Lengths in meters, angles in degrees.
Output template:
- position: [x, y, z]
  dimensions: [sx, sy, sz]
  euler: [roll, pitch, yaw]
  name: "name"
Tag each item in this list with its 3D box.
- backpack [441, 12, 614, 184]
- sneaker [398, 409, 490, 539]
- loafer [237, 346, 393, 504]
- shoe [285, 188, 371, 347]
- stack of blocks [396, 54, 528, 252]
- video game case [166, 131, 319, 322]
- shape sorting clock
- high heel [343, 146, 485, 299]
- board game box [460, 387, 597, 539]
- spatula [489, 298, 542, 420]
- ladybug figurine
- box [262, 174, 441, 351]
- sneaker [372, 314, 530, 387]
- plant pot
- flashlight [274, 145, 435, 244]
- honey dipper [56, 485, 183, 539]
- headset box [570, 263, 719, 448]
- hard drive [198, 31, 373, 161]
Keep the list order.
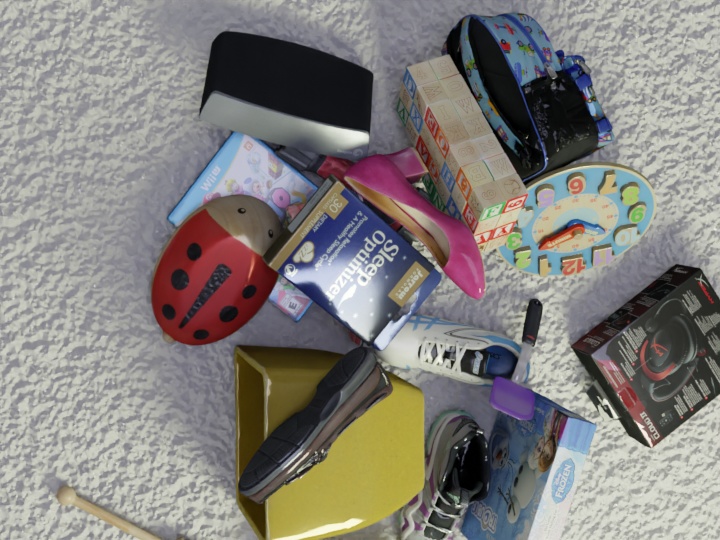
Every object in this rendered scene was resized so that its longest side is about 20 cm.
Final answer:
- position: [0.183, -0.207, 1.397]
  dimensions: [0.133, 0.183, 0.202]
  euler: [-23, 87, -17]
  name: "backpack"
- position: [0.105, 0.274, 1.435]
  dimensions: [0.077, 0.140, 0.203]
  euler: [12, 92, -12]
  name: "sneaker"
- position: [-0.041, 0.171, 1.247]
  dimensions: [0.200, 0.072, 0.063]
  euler: [-48, 113, -15]
  name: "loafer"
- position: [-0.034, 0.006, 1.402]
  dimensions: [0.090, 0.072, 0.203]
  euler: [-13, 118, -11]
  name: "shoe"
- position: [0.110, -0.131, 1.383]
  dimensions: [0.058, 0.116, 0.202]
  euler: [-19, 67, -17]
  name: "stack of blocks"
- position: [-0.109, -0.055, 1.427]
  dimensions: [0.199, 0.018, 0.144]
  euler: [39, 88, -12]
  name: "video game case"
- position: [0.256, -0.056, 1.430]
  dimensions: [0.197, 0.201, 0.040]
  euler: [-4, 56, -11]
  name: "shape sorting clock"
- position: [0.062, -0.045, 1.342]
  dimensions: [0.095, 0.067, 0.202]
  euler: [-22, 80, -28]
  name: "high heel"
- position: [0.194, 0.251, 1.420]
  dimensions: [0.043, 0.200, 0.202]
  euler: [16, 91, -14]
  name: "board game box"
- position: [0.196, 0.103, 1.436]
  dimensions: [0.056, 0.021, 0.201]
  euler: [25, 47, -2]
  name: "spatula"
- position: [-0.166, 0.007, 1.379]
  dimensions: [0.135, 0.072, 0.201]
  euler: [32, 101, -11]
  name: "ladybug figurine"
- position: [0.000, 0.000, 1.354]
  dimensions: [0.200, 0.032, 0.121]
  euler: [39, 91, -30]
  name: "box"
- position: [0.113, 0.099, 1.458]
  dimensions: [0.197, 0.072, 0.073]
  euler: [10, 95, -10]
  name: "sneaker"
- position: [-0.033, 0.192, 1.382]
  dimensions: [0.197, 0.194, 0.199]
  euler: [-1, 95, -16]
  name: "plant pot"
- position: [-0.005, -0.105, 1.414]
  dimensions: [0.199, 0.068, 0.068]
  euler: [31, 133, -16]
  name: "flashlight"
- position: [-0.269, 0.306, 1.422]
  dimensions: [0.198, 0.038, 0.038]
  euler: [30, 89, -8]
  name: "honey dipper"
- position: [0.373, 0.112, 1.507]
  dimensions: [0.199, 0.075, 0.149]
  euler: [-37, 100, -6]
  name: "headset box"
- position: [-0.079, -0.204, 1.372]
  dimensions: [0.197, 0.042, 0.136]
  euler: [14, 53, -12]
  name: "hard drive"
